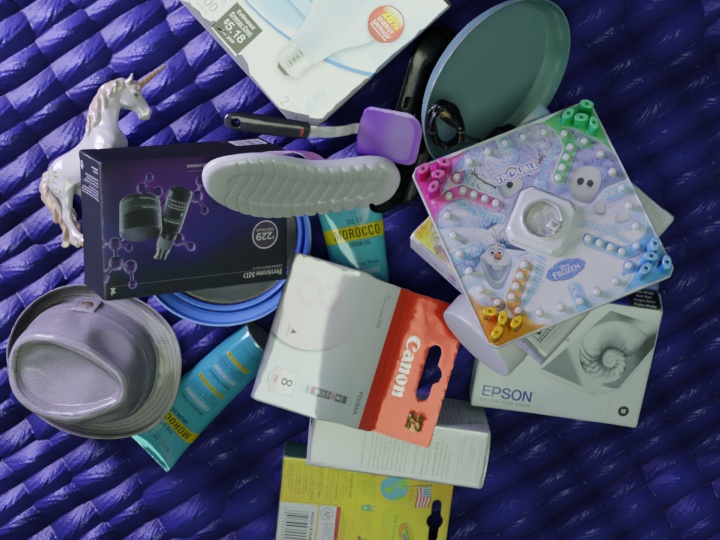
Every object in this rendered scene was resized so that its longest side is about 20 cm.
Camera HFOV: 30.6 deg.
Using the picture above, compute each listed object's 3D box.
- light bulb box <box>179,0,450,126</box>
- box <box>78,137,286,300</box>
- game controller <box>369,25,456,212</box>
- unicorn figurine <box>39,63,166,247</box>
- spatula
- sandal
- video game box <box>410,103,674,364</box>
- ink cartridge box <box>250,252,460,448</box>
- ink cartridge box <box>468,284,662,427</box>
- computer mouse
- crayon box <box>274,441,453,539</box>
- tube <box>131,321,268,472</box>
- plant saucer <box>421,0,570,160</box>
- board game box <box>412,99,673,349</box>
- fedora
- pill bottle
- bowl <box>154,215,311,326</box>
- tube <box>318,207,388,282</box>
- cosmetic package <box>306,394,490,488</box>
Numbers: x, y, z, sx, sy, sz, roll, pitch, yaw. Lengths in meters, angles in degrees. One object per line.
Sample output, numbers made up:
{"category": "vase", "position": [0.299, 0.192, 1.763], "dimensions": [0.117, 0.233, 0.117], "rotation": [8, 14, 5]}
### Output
{"category": "light bulb box", "position": [-0.045, -0.280, 1.340], "dimensions": [0.200, 0.125, 0.198], "rotation": [-42, 102, 11]}
{"category": "box", "position": [-0.179, -0.055, 1.343], "dimensions": [0.199, 0.079, 0.142], "rotation": [-7, 109, -27]}
{"category": "game controller", "position": [0.055, -0.156, 1.375], "dimensions": [0.042, 0.104, 0.201], "rotation": [26, 114, 24]}
{"category": "unicorn figurine", "position": [-0.273, -0.115, 1.399], "dimensions": [0.199, 0.074, 0.138], "rotation": [-29, 80, 16]}
{"category": "spatula", "position": [-0.037, -0.140, 1.307], "dimensions": [0.199, 0.021, 0.057], "rotation": [4, 122, -15]}
{"category": "sandal", "position": [-0.061, -0.094, 1.321], "dimensions": [0.201, 0.050, 0.083], "rotation": [2, 137, -18]}
{"category": "video game box", "position": [0.181, -0.038, 1.324], "dimensions": [0.182, 0.047, 0.200], "rotation": [43, 78, 10]}
{"category": "ink cartridge box", "position": [0.001, 0.086, 1.398], "dimensions": [0.199, 0.057, 0.164], "rotation": [17, 88, 2]}
{"category": "ink cartridge box", "position": [0.233, 0.067, 1.478], "dimensions": [0.198, 0.041, 0.201], "rotation": [7, 104, -2]}
{"category": "computer mouse", "position": [0.129, -0.130, 1.365], "dimensions": [0.034, 0.200, 0.059], "rotation": [44, 106, 34]}
{"category": "crayon box", "position": [0.003, 0.274, 1.524], "dimensions": [0.199, 0.051, 0.128], "rotation": [7, 105, -2]}
{"category": "tube", "position": [-0.180, 0.140, 1.493], "dimensions": [0.200, 0.050, 0.077], "rotation": [-43, 90, 15]}
{"category": "plant saucer", "position": [0.135, -0.195, 1.358], "dimensions": [0.027, 0.200, 0.201], "rotation": [42, 104, 34]}
{"category": "board game box", "position": [0.179, -0.051, 1.291], "dimensions": [0.199, 0.026, 0.201], "rotation": [-22, 74, -6]}
{"category": "fedora", "position": [-0.304, 0.110, 1.442], "dimensions": [0.199, 0.090, 0.178], "rotation": [18, 103, 5]}
{"category": "pill bottle", "position": [0.187, 0.008, 1.393], "dimensions": [0.114, 0.114, 0.200], "rotation": [46, 78, -11]}
{"category": "bowl", "position": [-0.153, -0.039, 1.446], "dimensions": [0.199, 0.039, 0.202], "rotation": [0, 104, 0]}
{"category": "tube", "position": [0.000, 0.000, 1.450], "dimensions": [0.077, 0.050, 0.201], "rotation": [-13, 100, -17]}
{"category": "cosmetic package", "position": [0.041, 0.183, 1.476], "dimensions": [0.199, 0.102, 0.075], "rotation": [7, 103, -1]}
